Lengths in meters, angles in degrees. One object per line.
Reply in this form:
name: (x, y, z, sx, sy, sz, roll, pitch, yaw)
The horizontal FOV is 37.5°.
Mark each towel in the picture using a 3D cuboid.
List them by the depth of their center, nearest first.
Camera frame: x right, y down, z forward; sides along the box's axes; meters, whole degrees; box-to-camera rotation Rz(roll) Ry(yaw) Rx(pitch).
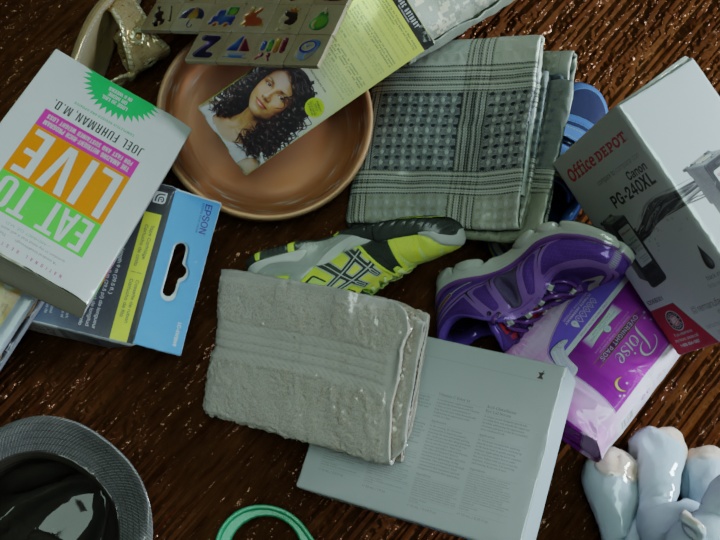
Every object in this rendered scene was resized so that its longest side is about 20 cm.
towel: (-0.042, 0.077, 0.878, 0.199, 0.034, 0.133, 9, 92, 26)
towel: (0.090, -0.123, 0.962, 0.199, 0.035, 0.194, 5, 73, 25)

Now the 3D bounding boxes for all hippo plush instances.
hippo plush: (0.262, 0.210, 0.872, 0.199, 0.161, 0.160, -34, 82, -14)

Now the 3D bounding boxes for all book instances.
book: (-0.237, -0.073, 0.859, 0.133, 0.048, 0.201, 28, 53, -10)

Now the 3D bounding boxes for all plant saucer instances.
plant saucer: (-0.088, -0.138, 0.985, 0.199, 0.037, 0.202, 1, 76, -5)

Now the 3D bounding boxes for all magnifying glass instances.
magnifying glass: (-0.032, 0.266, 0.896, 0.199, 0.022, 0.080, 27, 74, 3)

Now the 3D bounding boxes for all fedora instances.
fedora: (-0.254, 0.218, 0.843, 0.176, 0.090, 0.201, 31, 80, 4)

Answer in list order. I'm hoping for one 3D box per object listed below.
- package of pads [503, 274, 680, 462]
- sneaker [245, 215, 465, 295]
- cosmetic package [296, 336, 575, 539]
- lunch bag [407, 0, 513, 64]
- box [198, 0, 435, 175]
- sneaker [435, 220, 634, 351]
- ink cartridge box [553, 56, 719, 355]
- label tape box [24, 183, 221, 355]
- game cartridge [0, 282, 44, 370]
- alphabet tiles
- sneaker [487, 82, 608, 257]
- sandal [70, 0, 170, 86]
package of pads: (0.220, 0.059, 0.942, 0.120, 0.076, 0.200, 35, 72, 23)
sneaker: (0.000, 0.000, 0.926, 0.199, 0.075, 0.077, -14, 89, 20)
cosmetic package: (0.062, 0.135, 0.880, 0.199, 0.052, 0.152, 11, 76, 25)
lunch bag: (0.056, -0.306, 0.996, 0.164, 0.118, 0.200, -33, 71, -14)
box: (-0.038, -0.170, 0.915, 0.200, 0.050, 0.075, -36, 102, 4)
sneaker: (0.145, 0.024, 0.899, 0.080, 0.200, 0.084, 32, 50, -29)
ink cartridge box: (0.258, -0.047, 0.846, 0.083, 0.145, 0.201, -32, 85, -15)
label tape box: (-0.234, -0.012, 0.921, 0.199, 0.066, 0.144, 14, 75, -5)
game cartridge: (-0.329, 0.016, 0.853, 0.133, 0.042, 0.201, 30, 77, -4)
alphabet tiles: (-0.092, -0.243, 0.924, 0.199, 0.008, 0.168, 8, 61, 27)
sneaker: (0.187, -0.094, 0.985, 0.074, 0.082, 0.201, 24, 72, 2)
sandal: (-0.205, -0.222, 0.973, 0.069, 0.078, 0.213, 14, 69, 3)
